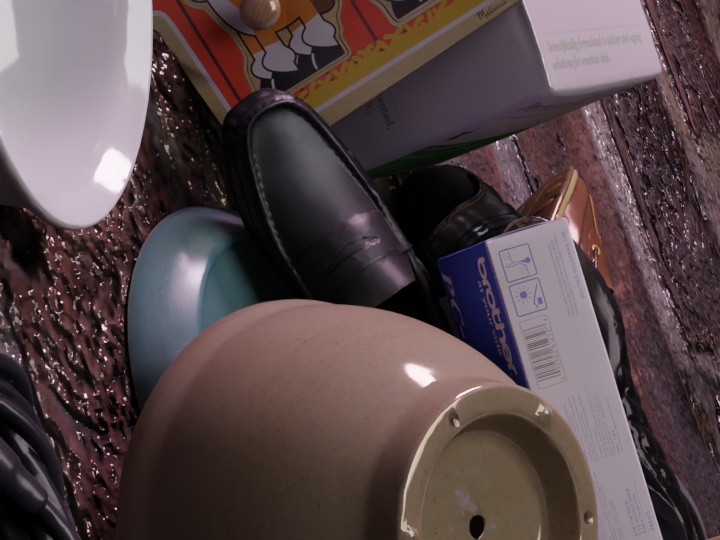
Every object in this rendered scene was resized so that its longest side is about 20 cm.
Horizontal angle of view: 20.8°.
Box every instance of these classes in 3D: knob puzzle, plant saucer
[{"bbox_3d":[-0.033,-0.180,0.971,0.030,0.219,0.220,17,52,-87],"label":"knob puzzle"},{"bbox_3d":[-0.041,0.059,0.964,0.200,0.027,0.201,40,39,-43],"label":"plant saucer"}]

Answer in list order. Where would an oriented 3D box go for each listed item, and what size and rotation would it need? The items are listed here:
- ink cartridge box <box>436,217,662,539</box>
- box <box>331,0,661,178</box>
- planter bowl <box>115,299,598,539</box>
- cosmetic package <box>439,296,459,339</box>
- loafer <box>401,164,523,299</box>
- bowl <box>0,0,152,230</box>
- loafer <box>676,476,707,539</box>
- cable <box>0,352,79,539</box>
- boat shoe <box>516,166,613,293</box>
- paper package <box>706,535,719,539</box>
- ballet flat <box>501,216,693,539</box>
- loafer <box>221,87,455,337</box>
[{"bbox_3d":[0.093,0.081,0.927,0.094,0.044,0.201,154,-80,-77],"label":"ink cartridge box"},{"bbox_3d":[0.037,-0.167,1.105,0.199,0.171,0.201,-17,86,-63],"label":"box"},{"bbox_3d":[0.014,0.109,0.838,0.200,0.135,0.201,4,84,-41],"label":"planter bowl"},{"bbox_3d":[0.070,0.116,1.045,0.074,0.101,0.201,15,56,-56],"label":"cosmetic package"},{"bbox_3d":[0.049,-0.025,1.119,0.072,0.073,0.200,46,4,3],"label":"loafer"},{"bbox_3d":[-0.157,-0.114,0.776,0.201,0.090,0.202,-2,90,-76],"label":"bowl"},{"bbox_3d":[0.161,0.121,1.241,0.200,0.072,0.063,50,27,-28],"label":"loafer"},{"bbox_3d":[-0.155,0.109,0.709,0.163,0.051,0.201,7,62,-65],"label":"cable"},{"bbox_3d":[0.120,0.006,1.221,0.068,0.072,0.200,41,30,-14],"label":"boat shoe"},{"bbox_3d":[0.228,0.252,1.132,0.200,0.190,0.104,48,31,-35],"label":"paper package"},{"bbox_3d":[0.113,0.069,1.008,0.057,0.066,0.201,154,-84,-80],"label":"ballet flat"},{"bbox_3d":[0.000,0.000,0.959,0.201,0.068,0.070,61,-16,-18],"label":"loafer"}]
